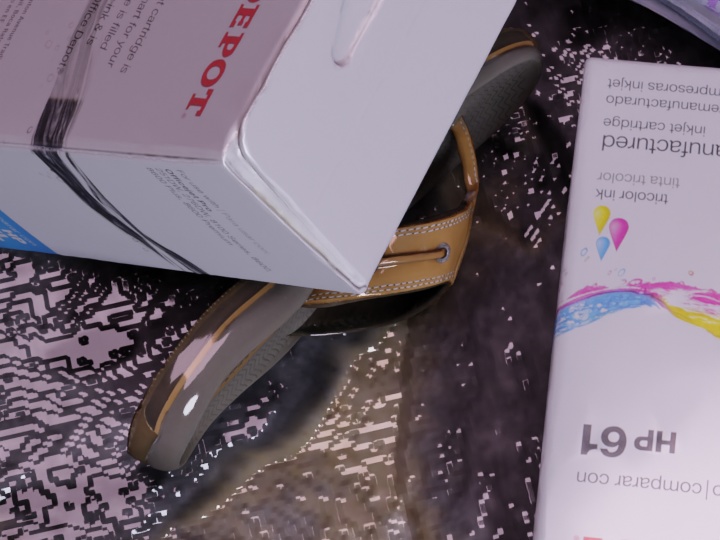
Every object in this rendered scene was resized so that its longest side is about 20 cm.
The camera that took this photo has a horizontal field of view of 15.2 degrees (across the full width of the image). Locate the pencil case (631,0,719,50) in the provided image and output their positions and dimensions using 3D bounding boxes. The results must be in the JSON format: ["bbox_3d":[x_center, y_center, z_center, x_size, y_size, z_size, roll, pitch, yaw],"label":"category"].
[{"bbox_3d":[0.119,-0.127,0.980,0.200,0.083,0.091,30,86,16],"label":"pencil case"}]

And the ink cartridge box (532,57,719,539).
[{"bbox_3d":[0.136,0.040,0.904,0.144,0.085,0.200,5,68,6],"label":"ink cartridge box"}]

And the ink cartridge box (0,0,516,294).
[{"bbox_3d":[-0.059,-0.079,0.923,0.200,0.084,0.145,7,63,44],"label":"ink cartridge box"}]

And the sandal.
[{"bbox_3d":[0.000,0.000,0.936,0.055,0.082,0.200,40,74,10],"label":"sandal"}]
